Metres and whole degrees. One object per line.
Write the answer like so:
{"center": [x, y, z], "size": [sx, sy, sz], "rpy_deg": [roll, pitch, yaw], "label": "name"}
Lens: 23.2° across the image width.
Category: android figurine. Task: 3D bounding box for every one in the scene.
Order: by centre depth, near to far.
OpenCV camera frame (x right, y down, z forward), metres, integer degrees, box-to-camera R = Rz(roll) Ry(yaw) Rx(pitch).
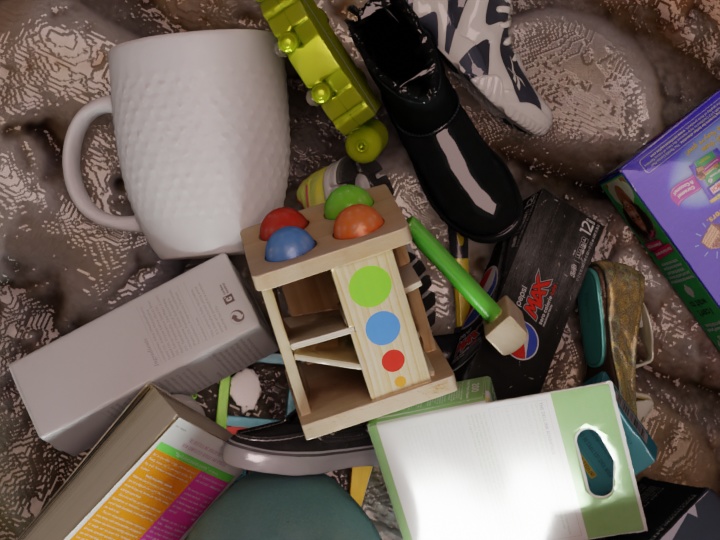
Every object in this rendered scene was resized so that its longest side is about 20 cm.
{"center": [-0.033, -0.169, 1.410], "size": [0.041, 0.200, 0.183], "rpy_deg": [-32, 98, 9], "label": "android figurine"}

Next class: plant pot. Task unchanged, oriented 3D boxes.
{"center": [-0.061, 0.240, 1.428], "size": [0.198, 0.201, 0.136], "rpy_deg": [7, 49, -6], "label": "plant pot"}

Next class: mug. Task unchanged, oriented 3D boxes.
{"center": [-0.154, -0.098, 1.459], "size": [0.198, 0.148, 0.177], "rpy_deg": [-5, 89, 12], "label": "mug"}

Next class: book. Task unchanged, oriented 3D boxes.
{"center": [-0.188, 0.200, 1.420], "size": [0.200, 0.134, 0.048], "rpy_deg": [-48, 53, 2], "label": "book"}

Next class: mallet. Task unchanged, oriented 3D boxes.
{"center": [0.078, -0.002, 1.525], "size": [0.065, 0.041, 0.202], "rpy_deg": [-8, 83, -12], "label": "mallet"}

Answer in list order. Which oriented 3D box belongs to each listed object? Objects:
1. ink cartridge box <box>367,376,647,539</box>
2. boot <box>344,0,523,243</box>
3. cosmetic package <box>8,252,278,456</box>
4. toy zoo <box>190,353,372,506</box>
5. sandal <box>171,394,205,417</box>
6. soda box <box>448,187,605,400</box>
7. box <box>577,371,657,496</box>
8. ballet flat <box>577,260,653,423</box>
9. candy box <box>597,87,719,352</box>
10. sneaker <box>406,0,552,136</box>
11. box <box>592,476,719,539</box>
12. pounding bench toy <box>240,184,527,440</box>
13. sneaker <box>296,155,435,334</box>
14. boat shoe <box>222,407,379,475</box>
{"center": [0.118, 0.156, 1.407], "size": [0.198, 0.048, 0.147], "rpy_deg": [-12, 114, 11], "label": "ink cartridge box"}
{"center": [0.061, -0.127, 1.445], "size": [0.073, 0.163, 0.199], "rpy_deg": [-31, 70, -1], "label": "boot"}
{"center": [-0.175, 0.071, 1.440], "size": [0.199, 0.101, 0.072], "rpy_deg": [-28, 74, -1], "label": "cosmetic package"}
{"center": [-0.063, 0.138, 1.504], "size": [0.198, 0.020, 0.133], "rpy_deg": [6, 85, -5], "label": "toy zoo"}
{"center": [-0.206, 0.179, 1.465], "size": [0.203, 0.050, 0.082], "rpy_deg": [-45, 135, 5], "label": "sandal"}
{"center": [0.134, 0.035, 1.481], "size": [0.070, 0.063, 0.201], "rpy_deg": [30, 65, -13], "label": "soda box"}
{"center": [0.146, 0.176, 1.475], "size": [0.199, 0.049, 0.083], "rpy_deg": [-36, 90, 15], "label": "box"}
{"center": [0.224, 0.092, 1.521], "size": [0.070, 0.071, 0.202], "rpy_deg": [1, 85, -6], "label": "ballet flat"}
{"center": [0.337, -0.051, 1.536], "size": [0.169, 0.077, 0.201], "rpy_deg": [-36, 89, -9], "label": "candy box"}
{"center": [0.122, -0.223, 1.523], "size": [0.199, 0.079, 0.130], "rpy_deg": [45, 91, 9], "label": "sneaker"}
{"center": [0.226, 0.279, 1.444], "size": [0.200, 0.182, 0.104], "rpy_deg": [-44, 91, -7], "label": "box"}
{"center": [0.021, 0.010, 1.372], "size": [0.198, 0.124, 0.157], "rpy_deg": [-18, 109, -3], "label": "pounding bench toy"}
{"center": [0.000, 0.000, 1.499], "size": [0.078, 0.090, 0.202], "rpy_deg": [-22, 102, -40], "label": "sneaker"}
{"center": [-0.022, 0.127, 1.440], "size": [0.198, 0.070, 0.067], "rpy_deg": [0, 98, -29], "label": "boat shoe"}
